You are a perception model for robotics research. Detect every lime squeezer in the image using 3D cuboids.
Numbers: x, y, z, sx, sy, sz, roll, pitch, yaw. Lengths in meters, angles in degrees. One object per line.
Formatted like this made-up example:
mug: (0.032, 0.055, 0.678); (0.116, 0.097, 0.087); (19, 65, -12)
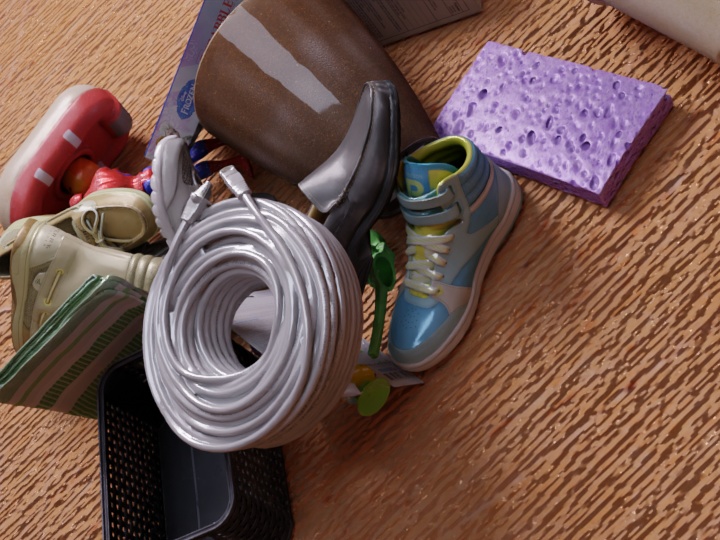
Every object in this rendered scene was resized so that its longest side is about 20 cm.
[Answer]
lime squeezer: (0.000, 0.000, 0.958); (0.070, 0.038, 0.200); (-27, 37, -6)

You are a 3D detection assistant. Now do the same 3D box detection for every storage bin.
storage bin: (-0.149, 0.164, 0.937); (0.135, 0.094, 0.201); (-26, 53, 18)

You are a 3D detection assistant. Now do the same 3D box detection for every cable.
cable: (-0.090, 0.043, 0.842); (0.200, 0.069, 0.200); (40, 104, 34)

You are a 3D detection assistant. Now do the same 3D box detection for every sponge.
sponge: (0.166, -0.136, 0.949); (0.200, 0.030, 0.112); (26, 80, 40)

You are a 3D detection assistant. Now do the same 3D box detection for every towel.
towel: (-0.237, 0.078, 0.979); (0.153, 0.200, 0.023); (-46, 69, 3)

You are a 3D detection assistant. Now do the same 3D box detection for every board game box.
board game box: (-0.150, -0.230, 1.086); (0.200, 0.041, 0.200); (-82, 18, -61)

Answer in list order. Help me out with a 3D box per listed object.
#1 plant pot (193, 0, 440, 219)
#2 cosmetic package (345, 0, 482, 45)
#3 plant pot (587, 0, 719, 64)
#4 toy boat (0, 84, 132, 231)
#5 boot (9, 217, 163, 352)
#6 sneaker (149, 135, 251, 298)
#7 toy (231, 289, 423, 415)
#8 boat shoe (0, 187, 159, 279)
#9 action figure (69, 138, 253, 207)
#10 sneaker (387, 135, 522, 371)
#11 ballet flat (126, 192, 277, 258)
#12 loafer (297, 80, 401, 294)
plant pot: (-0.024, -0.144, 0.995); (0.187, 0.187, 0.200); (-47, 65, 1)
cosmetic package: (0.016, -0.293, 1.092); (0.199, 0.104, 0.073); (-14, 56, 25)
plant pot: (0.282, -0.267, 0.861); (0.200, 0.200, 0.184); (-44, 60, 3)
toy boat: (-0.313, -0.101, 1.200); (0.130, 0.131, 0.200); (32, 83, 12)
boot: (-0.272, 0.044, 1.082); (0.155, 0.201, 0.073); (14, 42, 0)
sneaker: (-0.144, -0.037, 1.026); (0.082, 0.201, 0.075); (-15, 11, 8)
toy: (-0.053, 0.075, 0.934); (0.200, 0.115, 0.047); (27, 112, 42)
boat shoe: (-0.299, -0.032, 1.098); (0.200, 0.073, 0.063); (-9, 31, 21)
action figure: (-0.212, -0.082, 1.151); (0.199, 0.099, 0.065); (-14, 50, -1)
sneaker: (0.055, -0.023, 0.889); (0.079, 0.131, 0.201); (15, 74, 37)
ballet flat: (-0.169, -0.023, 1.098); (0.199, 0.046, 0.067); (-25, 31, 12)
loafer: (-0.017, -0.063, 0.881); (0.073, 0.072, 0.201); (-124, 46, -69)
